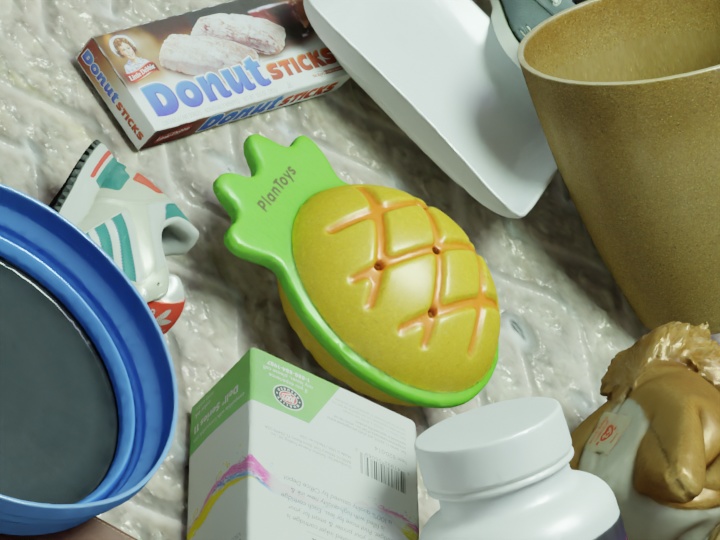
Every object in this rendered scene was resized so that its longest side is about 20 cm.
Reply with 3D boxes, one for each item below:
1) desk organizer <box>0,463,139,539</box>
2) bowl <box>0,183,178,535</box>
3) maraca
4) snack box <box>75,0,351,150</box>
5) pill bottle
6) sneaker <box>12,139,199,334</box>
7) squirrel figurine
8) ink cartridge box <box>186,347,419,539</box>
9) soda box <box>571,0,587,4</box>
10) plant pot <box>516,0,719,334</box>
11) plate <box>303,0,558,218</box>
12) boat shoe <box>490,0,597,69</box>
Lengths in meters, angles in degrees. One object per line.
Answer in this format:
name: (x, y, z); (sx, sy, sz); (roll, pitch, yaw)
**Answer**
desk organizer: (-0.179, 0.150, 1.414); (0.200, 0.072, 0.077); (32, 37, -18)
bowl: (-0.184, 0.042, 1.420); (0.201, 0.039, 0.201); (25, 40, -24)
maraca: (0.000, 0.000, 1.687); (0.200, 0.107, 0.137); (41, 38, -7)
snack box: (-0.088, -0.127, 1.787); (0.200, 0.024, 0.072); (-21, 74, -51)
pill bottle: (0.095, 0.175, 1.556); (0.111, 0.111, 0.200); (-31, 107, -52)
sneaker: (-0.142, 0.012, 1.571); (0.093, 0.070, 0.200); (32, 37, -9)
squirrel figurine: (0.218, 0.138, 1.751); (0.187, 0.142, 0.200); (38, 40, -21)
ink cartridge box: (-0.031, 0.154, 1.551); (0.117, 0.067, 0.200); (26, 41, -26)
soda box: (0.180, -0.202, 1.964); (0.064, 0.200, 0.068); (-14, 35, -8)
plant pot: (0.209, -0.065, 1.874); (0.186, 0.186, 0.200); (-44, 130, -53)
plate: (0.054, -0.127, 1.894); (0.200, 0.032, 0.200); (46, 26, -2)
boat shoe: (0.121, -0.205, 2.002); (0.073, 0.062, 0.200); (34, 26, -31)
